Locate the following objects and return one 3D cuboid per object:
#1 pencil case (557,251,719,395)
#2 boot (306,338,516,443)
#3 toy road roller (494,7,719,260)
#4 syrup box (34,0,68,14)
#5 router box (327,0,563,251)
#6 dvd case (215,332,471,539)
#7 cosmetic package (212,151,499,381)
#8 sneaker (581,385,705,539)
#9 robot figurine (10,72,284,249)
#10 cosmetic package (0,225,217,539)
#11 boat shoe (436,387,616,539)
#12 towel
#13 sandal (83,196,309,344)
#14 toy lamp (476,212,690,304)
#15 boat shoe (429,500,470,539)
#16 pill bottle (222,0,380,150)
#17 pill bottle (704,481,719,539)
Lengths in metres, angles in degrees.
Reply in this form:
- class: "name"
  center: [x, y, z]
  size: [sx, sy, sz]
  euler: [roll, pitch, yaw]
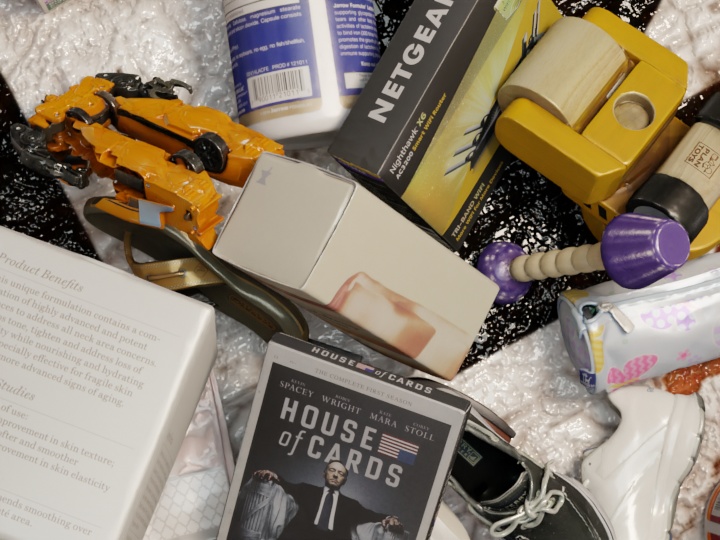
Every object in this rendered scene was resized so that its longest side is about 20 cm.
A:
- class: "pencil case"
  center: [0.254, 0.030, 1.358]
  size: [0.200, 0.091, 0.083]
  euler: [-15, 45, -8]
- class: "boot"
  center: [0.005, 0.173, 1.336]
  size: [0.188, 0.068, 0.200]
  euler: [19, 86, -5]
- class: "toy road roller"
  center: [0.200, -0.088, 1.333]
  size: [0.200, 0.146, 0.123]
  euler: [37, 68, 9]
- class: "syrup box"
  center: [-0.263, -0.305, 1.328]
  size: [0.079, 0.081, 0.200]
  euler: [-31, 91, -5]
- class: "router box"
  center: [0.075, -0.135, 1.316]
  size: [0.052, 0.157, 0.200]
  euler: [26, 84, 32]
- class: "dvd case"
  center: [-0.018, 0.158, 1.246]
  size: [0.150, 0.025, 0.200]
  euler: [19, 113, 8]
- class: "cosmetic package"
  center: [0.000, 0.000, 1.274]
  size: [0.200, 0.103, 0.087]
  euler: [34, 81, -47]
- class: "sneaker"
  center: [0.209, 0.185, 1.364]
  size: [0.087, 0.075, 0.200]
  euler: [16, 81, 11]
- class: "robot figurine"
  center: [-0.163, -0.087, 1.290]
  size: [0.200, 0.058, 0.145]
  euler: [23, 43, 31]
- class: "cosmetic package"
  center: [-0.212, 0.102, 1.226]
  size: [0.167, 0.166, 0.200]
  euler: [21, 76, 2]
- class: "boat shoe"
  center: [0.115, 0.164, 1.288]
  size: [0.074, 0.068, 0.199]
  euler: [-43, 100, 6]
- class: "towel"
  center: [-0.199, 0.139, 1.319]
  size: [0.200, 0.032, 0.191]
  euler: [-14, 76, -7]
- class: "sandal"
  center: [-0.131, 0.009, 1.318]
  size: [0.200, 0.080, 0.054]
  euler: [36, 70, 0]
- class: "toy lamp"
  center: [0.165, -0.007, 1.294]
  size: [0.058, 0.200, 0.058]
  euler: [6, 79, -32]
- class: "boat shoe"
  center: [-0.009, 0.154, 1.289]
  size: [0.200, 0.072, 0.069]
  euler: [43, 98, -6]
- class: "pill bottle"
  center: [-0.047, -0.198, 1.327]
  size: [0.116, 0.116, 0.200]
  euler: [-7, 88, -6]
- class: "pill bottle"
  center: [0.339, 0.201, 1.301]
  size: [0.113, 0.200, 0.113]
  euler: [0, 87, -6]
